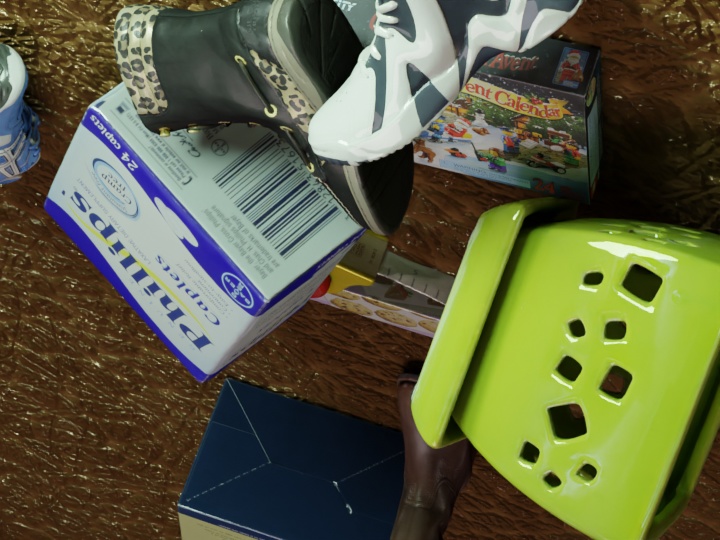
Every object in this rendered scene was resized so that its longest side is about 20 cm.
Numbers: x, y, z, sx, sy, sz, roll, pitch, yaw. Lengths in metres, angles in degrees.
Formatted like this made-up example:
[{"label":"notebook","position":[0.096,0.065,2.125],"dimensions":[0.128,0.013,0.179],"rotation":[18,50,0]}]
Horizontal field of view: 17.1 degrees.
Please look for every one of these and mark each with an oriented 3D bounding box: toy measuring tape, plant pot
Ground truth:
[{"label":"toy measuring tape","position":[0.000,0.000,1.806],"dimensions":[0.200,0.074,0.074],"rotation":[23,156,-5]},{"label":"plant pot","position":[0.153,0.053,1.583],"dimensions":[0.181,0.199,0.200],"rotation":[22,-170,16]}]

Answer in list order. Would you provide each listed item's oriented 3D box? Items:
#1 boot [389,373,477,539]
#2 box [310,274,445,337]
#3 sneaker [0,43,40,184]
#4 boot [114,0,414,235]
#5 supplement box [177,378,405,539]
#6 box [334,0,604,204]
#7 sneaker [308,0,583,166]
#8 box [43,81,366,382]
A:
[{"label":"boot","position":[0.046,0.208,2.043],"dimensions":[0.064,0.200,0.186],"rotation":[9,154,23]},{"label":"box","position":[-0.002,0.009,1.860],"dimensions":[0.200,0.039,0.041],"rotation":[18,155,7]},{"label":"sneaker","position":[-0.275,-0.117,1.795],"dimensions":[0.077,0.076,0.200],"rotation":[4,161,-20]},{"label":"boot","position":[-0.060,-0.102,1.535],"dimensions":[0.150,0.073,0.200],"rotation":[3,145,31]},{"label":"supplement box","position":[-0.054,0.224,2.237],"dimensions":[0.200,0.134,0.200],"rotation":[17,156,7]},{"label":"box","position":[0.058,-0.114,1.557],"dimensions":[0.200,0.038,0.137],"rotation":[14,155,14]},{"label":"sneaker","position":[0.020,-0.157,1.396],"dimensions":[0.199,0.080,0.130],"rotation":[-32,115,29]},{"label":"box","position":[-0.113,-0.040,1.686],"dimensions":[0.184,0.105,0.200],"rotation":[48,155,4]}]
